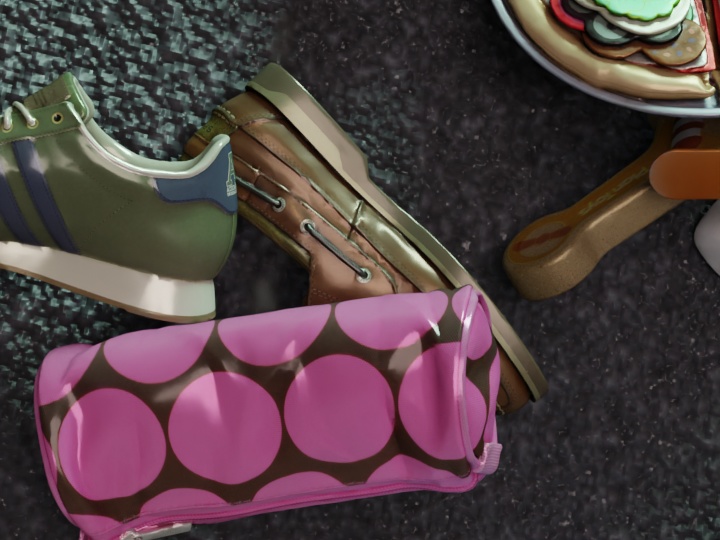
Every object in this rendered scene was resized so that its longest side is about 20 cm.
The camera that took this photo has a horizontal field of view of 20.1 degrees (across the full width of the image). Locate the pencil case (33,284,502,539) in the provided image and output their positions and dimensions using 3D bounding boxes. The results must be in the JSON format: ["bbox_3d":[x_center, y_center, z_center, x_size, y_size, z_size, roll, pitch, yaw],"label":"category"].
[{"bbox_3d":[-0.036,0.066,0.879,0.199,0.091,0.094,-10,71,9],"label":"pencil case"}]

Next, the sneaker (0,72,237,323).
[{"bbox_3d":[-0.148,-0.047,0.892,0.199,0.067,0.090,16,101,-7],"label":"sneaker"}]

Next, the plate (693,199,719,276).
[{"bbox_3d":[0.298,-0.018,1.022,0.200,0.032,0.200,45,78,-6],"label":"plate"}]

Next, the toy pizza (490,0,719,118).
[{"bbox_3d":[0.156,-0.154,0.948,0.199,0.032,0.201,-2,55,3],"label":"toy pizza"}]

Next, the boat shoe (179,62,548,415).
[{"bbox_3d":[0.000,0.000,0.940,0.068,0.072,0.200,-43,86,-7],"label":"boat shoe"}]

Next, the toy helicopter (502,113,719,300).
[{"bbox_3d":[0.156,-0.046,0.947,0.199,0.132,0.079,-35,118,0],"label":"toy helicopter"}]
